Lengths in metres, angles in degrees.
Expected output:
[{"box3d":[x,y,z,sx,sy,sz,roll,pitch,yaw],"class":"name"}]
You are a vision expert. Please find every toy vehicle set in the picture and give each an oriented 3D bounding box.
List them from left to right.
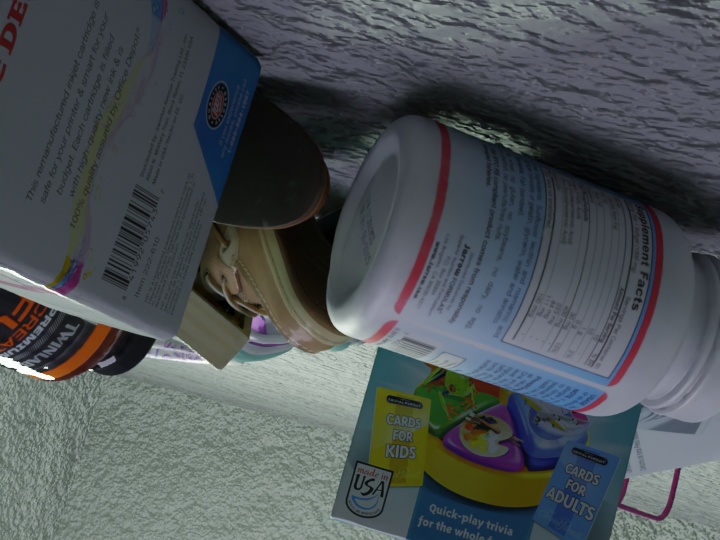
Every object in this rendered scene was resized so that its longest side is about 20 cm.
[{"box3d":[-0.144,-0.032,0.841,0.200,0.027,0.124,41,-170,-12],"class":"toy vehicle set"}]

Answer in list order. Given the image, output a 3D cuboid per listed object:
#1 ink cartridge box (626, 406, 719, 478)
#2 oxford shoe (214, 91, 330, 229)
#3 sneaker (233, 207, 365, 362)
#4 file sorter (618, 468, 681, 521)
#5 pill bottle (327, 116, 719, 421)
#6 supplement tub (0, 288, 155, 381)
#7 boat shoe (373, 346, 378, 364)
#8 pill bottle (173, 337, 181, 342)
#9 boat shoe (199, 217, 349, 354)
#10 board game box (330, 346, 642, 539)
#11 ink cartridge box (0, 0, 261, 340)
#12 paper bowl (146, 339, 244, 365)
[{"box3d":[0.167,0.085,0.929,0.197,0.041,0.200,-12,151,11],"class":"ink cartridge box"},{"box3d":[-0.079,-0.065,0.787,0.199,0.072,0.071,23,180,41],"class":"oxford shoe"},{"box3d":[0.000,0.000,0.992,0.139,0.078,0.199,-34,171,35],"class":"sneaker"},{"box3d":[0.171,0.132,1.262,0.198,0.127,0.138,8,168,40],"class":"file sorter"},{"box3d":[0.091,0.007,0.717,0.198,0.110,0.109,19,170,-16],"class":"pill bottle"},{"box3d":[-0.205,0.001,0.850,0.106,0.108,0.199,8,166,38],"class":"supplement tub"},{"box3d":[0.050,0.044,0.982,0.071,0.062,0.200,49,166,13],"class":"boat shoe"},{"box3d":[-0.149,-0.016,1.031,0.199,0.110,0.108,25,167,-40],"class":"pill bottle"},{"box3d":[-0.053,-0.003,0.813,0.071,0.065,0.200,41,-169,-27],"class":"boat shoe"},{"box3d":[0.081,0.062,0.809,0.149,0.202,0.047,15,170,4],"class":"board game box"},{"box3d":[-0.140,-0.068,0.625,0.084,0.146,0.200,13,170,26],"class":"ink cartridge box"},{"box3d":[-0.190,0.019,1.251,0.198,0.106,0.201,8,174,1],"class":"paper bowl"}]
